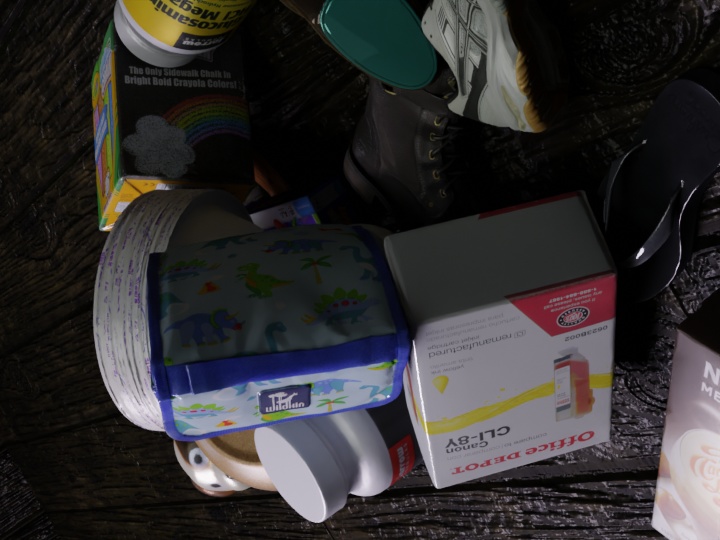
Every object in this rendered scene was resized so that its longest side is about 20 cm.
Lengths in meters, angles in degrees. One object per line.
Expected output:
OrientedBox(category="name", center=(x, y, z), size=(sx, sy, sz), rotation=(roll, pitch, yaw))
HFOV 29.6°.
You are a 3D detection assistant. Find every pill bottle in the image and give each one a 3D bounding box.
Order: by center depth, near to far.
OrientedBox(category="pill bottle", center=(-0.131, -0.246, 1.098), size=(0.113, 0.112, 0.200), rotation=(56, 148, 2))
OrientedBox(category="pill bottle", center=(0.015, 0.118, 1.156), size=(0.116, 0.199, 0.116), rotation=(39, 148, 30))

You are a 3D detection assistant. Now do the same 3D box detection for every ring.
OrientedBox(category="ring", center=(-0.094, -0.043, 1.364), size=(0.200, 0.019, 0.201), rotation=(40, 148, 31))

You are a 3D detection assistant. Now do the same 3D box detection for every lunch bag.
OrientedBox(category="lunch bag", center=(-0.060, 0.043, 0.944), size=(0.200, 0.168, 0.129), rotation=(-135, 36, -79))

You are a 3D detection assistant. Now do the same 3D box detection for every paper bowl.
OrientedBox(category="paper bowl", center=(-0.127, 0.033, 1.129), size=(0.103, 0.201, 0.202), rotation=(-1, 124, 22))

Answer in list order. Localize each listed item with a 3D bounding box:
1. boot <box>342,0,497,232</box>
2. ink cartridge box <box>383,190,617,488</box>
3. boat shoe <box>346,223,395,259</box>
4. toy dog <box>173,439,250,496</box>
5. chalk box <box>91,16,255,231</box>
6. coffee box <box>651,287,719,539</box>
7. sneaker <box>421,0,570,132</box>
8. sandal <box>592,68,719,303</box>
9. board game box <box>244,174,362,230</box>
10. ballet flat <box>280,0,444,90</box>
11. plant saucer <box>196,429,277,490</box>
OrientedBox(category="boot", center=(0.061, -0.101, 1.004), size=(0.199, 0.069, 0.175), rotation=(38, 140, 22))
OrientedBox(category="ink cartridge box", center=(0.102, 0.054, 0.970), size=(0.201, 0.144, 0.084), rotation=(79, 175, -49))
OrientedBox(category="boat shoe", center=(0.000, 0.000, 1.117), size=(0.200, 0.063, 0.071), rotation=(-19, 85, 63))
OrientedBox(category="toy dog", center=(-0.094, 0.140, 1.357), size=(0.193, 0.199, 0.141), rotation=(32, 143, 39))
OrientedBox(category="chalk box", center=(-0.173, -0.149, 1.233), size=(0.124, 0.124, 0.202), rotation=(134, 134, -62))
OrientedBox(category="coffee box", center=(0.260, 0.113, 0.880), size=(0.114, 0.079, 0.201), rotation=(35, 145, 36))
OrientedBox(category="sneaker", center=(0.071, -0.179, 0.874), size=(0.087, 0.076, 0.202), rotation=(9, 127, 35))
OrientedBox(category="sandal", center=(0.184, -0.049, 0.875), size=(0.076, 0.043, 0.201), rotation=(44, 150, 24))
OrientedBox(category="board game box", center=(-0.066, -0.002, 1.286), size=(0.199, 0.045, 0.135), rotation=(-15, 108, 49))
OrientedBox(category="ballet flat", center=(-0.025, -0.200, 0.939), size=(0.199, 0.073, 0.068), rotation=(30, 113, -13))
OrientedBox(category="plant saucer", center=(-0.090, 0.104, 1.245), size=(0.198, 0.035, 0.203), rotation=(1, 93, 23))
